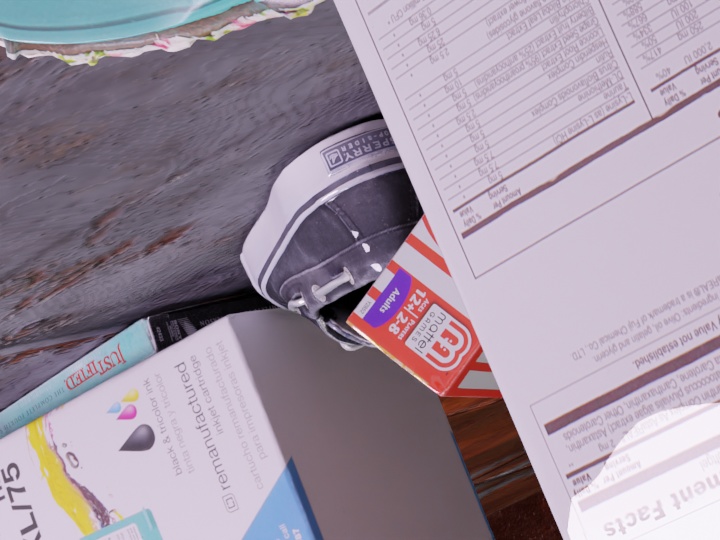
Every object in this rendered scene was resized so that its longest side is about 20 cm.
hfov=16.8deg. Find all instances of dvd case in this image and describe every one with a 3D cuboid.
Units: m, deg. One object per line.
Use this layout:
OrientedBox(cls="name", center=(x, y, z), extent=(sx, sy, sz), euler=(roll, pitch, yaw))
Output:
OrientedBox(cls="dvd case", center=(-0.070, 0.042, 1.176), extent=(0.200, 0.022, 0.146), euler=(-13, 166, -48))

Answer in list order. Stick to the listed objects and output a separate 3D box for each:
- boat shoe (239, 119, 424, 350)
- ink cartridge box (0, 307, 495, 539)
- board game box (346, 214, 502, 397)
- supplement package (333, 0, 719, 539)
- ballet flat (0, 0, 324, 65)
OrientedBox(cls="boat shoe", center=(0.000, 0.000, 0.973), extent=(0.072, 0.068, 0.200), euler=(-21, 170, -12))
OrientedBox(cls="ink cartridge box", center=(-0.068, 0.122, 1.112), extent=(0.200, 0.147, 0.146), euler=(-29, 167, 29))
OrientedBox(cls="board game box", center=(0.081, -0.025, 0.910), extent=(0.152, 0.046, 0.200), euler=(-55, 165, 8))
OrientedBox(cls="supplement package", center=(0.110, -0.048, 0.581), extent=(0.151, 0.200, 0.152), euler=(-31, 167, 38))
OrientedBox(cls="ballet flat", center=(0.002, -0.098, 0.463), extent=(0.200, 0.076, 0.064), euler=(-25, -174, 31))
